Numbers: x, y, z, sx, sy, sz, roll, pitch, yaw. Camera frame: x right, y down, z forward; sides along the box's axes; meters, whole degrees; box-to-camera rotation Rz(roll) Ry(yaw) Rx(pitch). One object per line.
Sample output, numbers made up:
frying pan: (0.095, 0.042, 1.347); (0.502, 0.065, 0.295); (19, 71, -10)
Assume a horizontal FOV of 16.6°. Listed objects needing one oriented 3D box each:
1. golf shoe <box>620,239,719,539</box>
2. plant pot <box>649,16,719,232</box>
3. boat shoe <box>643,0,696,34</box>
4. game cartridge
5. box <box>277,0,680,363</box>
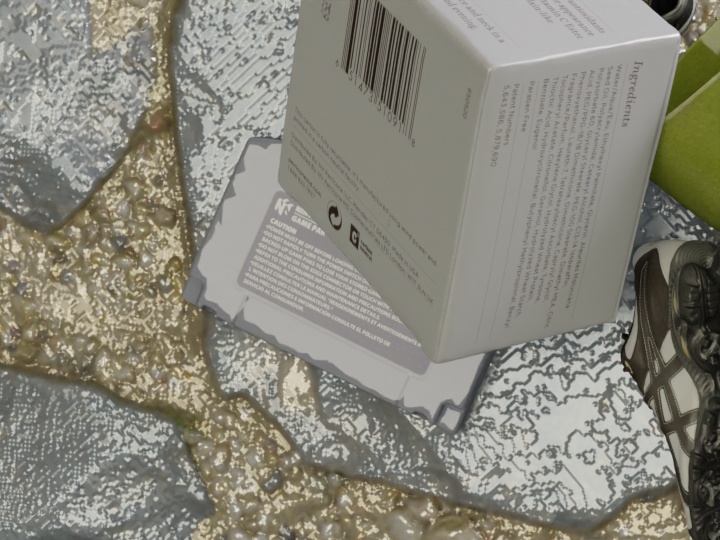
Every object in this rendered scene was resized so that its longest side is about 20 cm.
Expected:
golf shoe: (0.206, 0.073, 1.495); (0.077, 0.094, 0.201); (-15, 111, -28)
plant pot: (0.281, -0.065, 1.431); (0.187, 0.187, 0.200); (-44, 95, 10)
boat shoe: (0.106, -0.182, 1.513); (0.199, 0.064, 0.071); (9, 92, 13)
game cartridge: (0.000, 0.000, 1.554); (0.199, 0.041, 0.134); (26, 99, 11)
box: (0.061, -0.090, 1.410); (0.199, 0.130, 0.201); (49, 141, 43)
